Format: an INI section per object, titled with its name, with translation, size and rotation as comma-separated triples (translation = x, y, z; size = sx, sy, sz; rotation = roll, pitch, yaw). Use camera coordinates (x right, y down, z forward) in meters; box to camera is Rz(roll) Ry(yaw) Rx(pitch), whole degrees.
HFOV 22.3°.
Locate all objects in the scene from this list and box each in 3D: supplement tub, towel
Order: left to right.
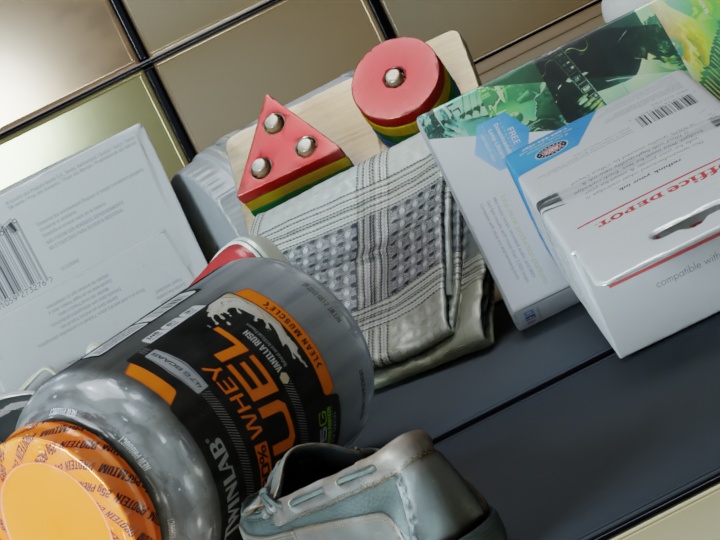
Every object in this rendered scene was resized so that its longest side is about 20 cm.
[supplement tub]
translation = -0.090, 0.083, 0.926
size = 0.122, 0.123, 0.200
rotation = -19, 12, 39
[towel]
translation = 0.000, 0.000, 1.167
size = 0.199, 0.035, 0.193
rotation = -22, 39, 25

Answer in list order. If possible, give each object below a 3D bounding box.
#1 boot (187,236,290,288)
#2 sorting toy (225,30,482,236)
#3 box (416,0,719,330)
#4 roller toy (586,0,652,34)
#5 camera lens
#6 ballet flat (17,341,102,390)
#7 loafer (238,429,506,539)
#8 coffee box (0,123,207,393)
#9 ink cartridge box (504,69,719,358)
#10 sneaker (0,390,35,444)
[boot]
translation = -0.123, 0.067, 1.064
size = 0.144, 0.073, 0.200
rotation = -20, -27, -42
[sorting toy]
translation = 0.001, -0.066, 1.310
size = 0.199, 0.200, 0.070
rotation = -25, -33, 12
[box]
translation = 0.151, -0.072, 1.087
size = 0.199, 0.145, 0.036
rotation = -26, -24, 1
[roller toy]
translation = 0.265, -0.150, 1.218
size = 0.182, 0.140, 0.199
rotation = -34, 21, -33
[camera lens]
translation = -0.034, -0.058, 1.487
size = 0.199, 0.161, 0.160
rotation = -30, 9, -21
[ballet flat]
translation = -0.208, 0.098, 1.359
size = 0.199, 0.073, 0.068
rotation = -26, 9, 0
[loafer]
translation = -0.004, 0.095, 0.793
size = 0.072, 0.063, 0.200
rotation = -30, 9, -25
[coffee box]
translation = -0.236, 0.018, 1.492
size = 0.199, 0.201, 0.198
rotation = -28, 8, -14
[ink cartridge box]
translation = 0.158, -0.027, 0.950
size = 0.116, 0.068, 0.200
rotation = -26, 22, 3
[sneaker]
translation = -0.288, 0.159, 1.283
size = 0.199, 0.075, 0.085
rotation = -34, 13, 10
